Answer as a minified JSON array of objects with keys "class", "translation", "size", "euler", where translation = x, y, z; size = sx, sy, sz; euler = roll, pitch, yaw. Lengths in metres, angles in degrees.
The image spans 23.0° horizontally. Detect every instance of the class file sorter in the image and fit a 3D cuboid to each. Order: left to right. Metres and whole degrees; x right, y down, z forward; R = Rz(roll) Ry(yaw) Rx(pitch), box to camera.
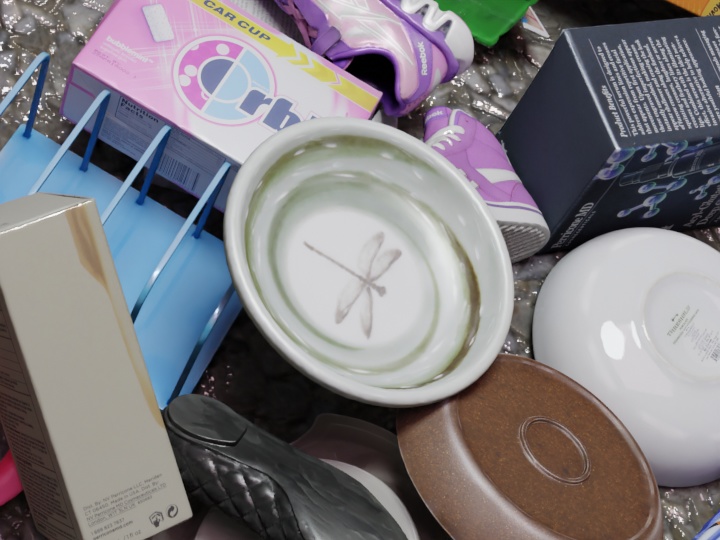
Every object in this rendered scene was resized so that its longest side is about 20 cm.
[{"class":"file sorter","translation":[-0.164,-0.025,1.161],"size":[0.199,0.123,0.139],"euler":[31,56,-2]}]

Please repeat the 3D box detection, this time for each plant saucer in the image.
[{"class":"plant saucer","translation":[0.000,0.000,1.120],"size":[0.199,0.050,0.201],"euler":[13,58,-22]},{"class":"plant saucer","translation":[0.116,0.123,1.118],"size":[0.199,0.035,0.201],"euler":[24,35,-18]}]

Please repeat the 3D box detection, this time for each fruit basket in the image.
[{"class":"fruit basket","translation":[0.059,-0.281,1.390],"size":[0.185,0.094,0.201],"euler":[17,46,-43]}]

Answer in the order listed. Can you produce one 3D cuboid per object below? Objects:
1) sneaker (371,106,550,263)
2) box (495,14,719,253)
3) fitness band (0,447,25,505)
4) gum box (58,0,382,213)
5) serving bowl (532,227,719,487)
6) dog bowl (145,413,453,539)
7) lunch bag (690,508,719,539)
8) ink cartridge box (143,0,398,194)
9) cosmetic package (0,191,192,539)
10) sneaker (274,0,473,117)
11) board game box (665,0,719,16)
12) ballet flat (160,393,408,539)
[{"class":"sneaker","translation":[0.048,-0.070,1.271],"size":[0.200,0.072,0.115],"euler":[14,48,-53]},{"class":"box","translation":[0.225,-0.106,1.338],"size":[0.199,0.149,0.108],"euler":[-9,64,-24]},{"class":"fitness band","translation":[-0.264,0.056,1.073],"size":[0.143,0.037,0.201],"euler":[-24,101,-25]},{"class":"gum box","translation":[-0.101,-0.118,1.219],"size":[0.199,0.066,0.114],"euler":[31,56,-1]},{"class":"serving bowl","translation":[0.228,0.053,1.288],"size":[0.199,0.066,0.201],"euler":[9,63,-18]},{"class":"dog bowl","translation":[-0.033,0.188,1.086],"size":[0.198,0.059,0.201],"euler":[-3,54,4]},{"class":"lunch bag","translation":[0.306,0.215,1.226],"size":[0.200,0.076,0.160],"euler":[-33,74,-32]},{"class":"ink cartridge box","translation":[-0.059,-0.135,1.311],"size":[0.175,0.045,0.201],"euler":[14,57,-13]},{"class":"cosmetic package","translation":[-0.174,0.059,1.042],"size":[0.071,0.105,0.201],"euler":[-22,106,-26]},{"class":"sneaker","translation":[-0.018,-0.183,1.285],"size":[0.199,0.081,0.089],"euler":[34,66,2]},{"class":"board game box","translation":[0.264,-0.347,1.424],"size":[0.199,0.201,0.200],"euler":[24,28,-5]},{"class":"ballet flat","translation":[-0.044,0.144,1.063],"size":[0.199,0.057,0.066],"euler":[34,42,20]}]
